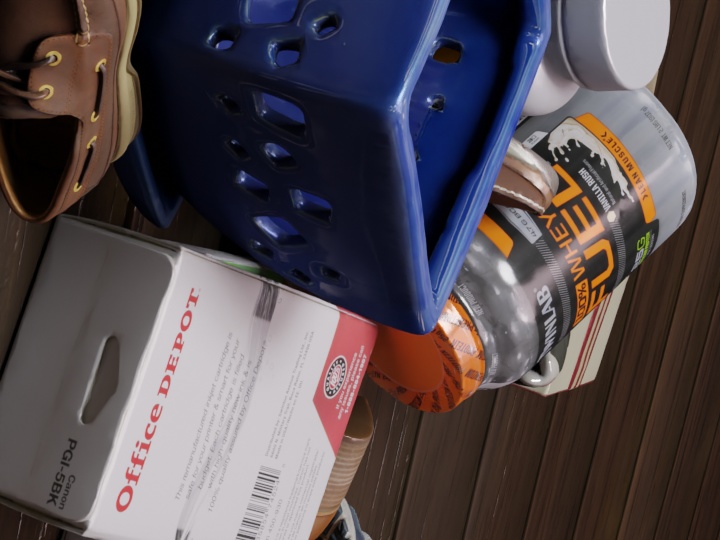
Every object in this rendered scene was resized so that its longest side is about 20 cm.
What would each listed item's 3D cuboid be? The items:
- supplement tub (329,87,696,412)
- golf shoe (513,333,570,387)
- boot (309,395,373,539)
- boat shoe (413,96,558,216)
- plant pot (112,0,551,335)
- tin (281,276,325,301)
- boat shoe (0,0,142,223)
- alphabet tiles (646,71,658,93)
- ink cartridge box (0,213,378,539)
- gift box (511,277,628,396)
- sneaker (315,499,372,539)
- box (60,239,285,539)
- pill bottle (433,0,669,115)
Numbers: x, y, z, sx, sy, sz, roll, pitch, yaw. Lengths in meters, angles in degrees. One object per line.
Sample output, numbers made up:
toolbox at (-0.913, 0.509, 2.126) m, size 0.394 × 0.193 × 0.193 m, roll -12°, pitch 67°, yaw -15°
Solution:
supplement tub at (0.082, -0.019, 1.551) m, size 0.200 × 0.122 × 0.123 m, roll -42°, pitch 149°, yaw -30°
golf shoe at (0.063, -0.020, 1.650) m, size 0.077 × 0.200 × 0.088 m, roll -34°, pitch -168°, yaw 6°
boot at (-0.053, 0.100, 1.674) m, size 0.155 × 0.073 × 0.200 m, roll -58°, pitch -165°, yaw 27°
boat shoe at (0.004, -0.058, 1.472) m, size 0.076 × 0.199 × 0.072 m, roll 49°, pitch 59°, yaw -79°
plant pot at (-0.024, -0.116, 1.346) m, size 0.200 × 0.179 × 0.201 m, roll 80°, pitch 28°, yaw -58°
tin at (0.000, 0.000, 1.647) m, size 0.042 × 0.112 × 0.200 m, roll -37°, pitch 152°, yaw 13°
boat shoe at (-0.137, -0.094, 1.218) m, size 0.200 × 0.072 × 0.068 m, roll 87°, pitch 25°, yaw -55°
alphabet tiles at (0.075, -0.113, 1.663) m, size 0.006 × 0.199 × 0.167 m, roll -94°, pitch -170°, yaw -57°
ink cartridge box at (-0.091, 0.066, 1.431) m, size 0.200 × 0.083 × 0.148 m, roll 24°, pitch 85°, yaw -58°
gift box at (0.097, -0.033, 1.803) m, size 0.200 × 0.184 × 0.188 m, roll -10°, pitch 119°, yaw -79°
sneaker at (-0.011, 0.176, 1.710) m, size 0.078 × 0.086 × 0.200 m, roll -65°, pitch -167°, yaw -3°
box at (-0.104, 0.085, 1.564) m, size 0.201 × 0.036 × 0.144 m, roll -71°, pitch 163°, yaw 2°
pill bottle at (0.060, -0.140, 1.523) m, size 0.111 × 0.199 × 0.112 m, roll -9°, pitch 100°, yaw -59°
